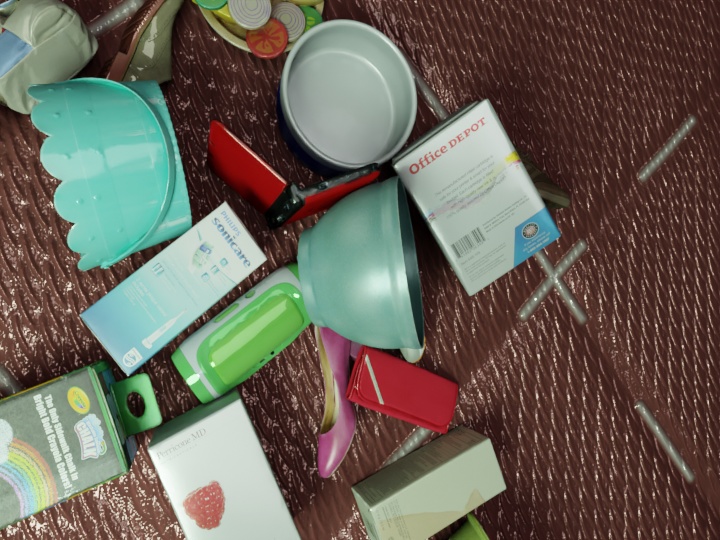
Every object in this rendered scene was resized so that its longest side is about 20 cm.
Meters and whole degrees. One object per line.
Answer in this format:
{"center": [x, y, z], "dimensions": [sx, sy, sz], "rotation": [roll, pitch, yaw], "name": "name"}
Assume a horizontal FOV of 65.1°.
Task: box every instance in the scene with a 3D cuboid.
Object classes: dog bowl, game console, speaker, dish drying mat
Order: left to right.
{"center": [-0.143, 0.079, 0.737], "dimensions": [0.198, 0.088, 0.090], "rotation": [-38, 97, -17], "name": "speaker"}
{"center": [-0.091, -0.129, 0.707], "dimensions": [0.168, 0.199, 0.122], "rotation": [-22, 94, -17], "name": "game console"}
{"center": [-0.021, -0.237, 0.802], "dimensions": [0.193, 0.079, 0.208], "rotation": [1, 86, -17], "name": "dog bowl"}
{"center": [0.066, 0.172, 0.799], "dimensions": [0.197, 0.018, 0.079], "rotation": [27, 73, -33], "name": "dish drying mat"}

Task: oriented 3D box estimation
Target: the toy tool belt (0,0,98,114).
{"center": [-0.421, -0.247, 0.668], "dimensions": [0.121, 0.126, 0.202], "rotation": [30, 72, 19], "name": "toy tool belt"}

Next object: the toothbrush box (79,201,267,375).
{"center": [-0.219, 0.021, 0.684], "dimensions": [0.199, 0.146, 0.086], "rotation": [-40, 98, -15], "name": "toothbrush box"}

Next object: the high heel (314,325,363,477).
{"center": [-0.047, 0.166, 0.765], "dimensions": [0.094, 0.067, 0.206], "rotation": [25, 74, -25], "name": "high heel"}

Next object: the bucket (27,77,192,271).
{"center": [-0.281, -0.117, 0.651], "dimensions": [0.131, 0.206, 0.214], "rotation": [-16, 91, -21], "name": "bucket"}

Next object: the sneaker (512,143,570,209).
{"center": [0.251, -0.156, 0.885], "dimensions": [0.194, 0.070, 0.078], "rotation": [17, 88, -15], "name": "sneaker"}

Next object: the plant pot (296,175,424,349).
{"center": [0.000, 0.000, 0.687], "dimensions": [0.129, 0.200, 0.208], "rotation": [-9, 88, 10], "name": "plant pot"}

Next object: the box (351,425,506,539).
{"center": [0.095, 0.305, 0.793], "dimensions": [0.195, 0.095, 0.080], "rotation": [-23, 94, -17], "name": "box"}

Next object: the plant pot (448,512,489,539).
{"center": [0.122, 0.469, 0.756], "dimensions": [0.186, 0.200, 0.205], "rotation": [-28, 94, -5], "name": "plant pot"}

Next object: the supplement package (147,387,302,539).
{"center": [-0.165, 0.270, 0.697], "dimensions": [0.118, 0.119, 0.206], "rotation": [-24, 93, -17], "name": "supplement package"}

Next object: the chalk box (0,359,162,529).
{"center": [-0.332, 0.184, 0.649], "dimensions": [0.194, 0.124, 0.129], "rotation": [-20, 91, -19], "name": "chalk box"}

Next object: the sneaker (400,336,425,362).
{"center": [0.021, 0.044, 0.806], "dimensions": [0.090, 0.076, 0.205], "rotation": [-25, 86, -10], "name": "sneaker"}

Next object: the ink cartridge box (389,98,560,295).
{"center": [0.150, -0.106, 0.783], "dimensions": [0.144, 0.146, 0.203], "rotation": [-32, 101, 8], "name": "ink cartridge box"}

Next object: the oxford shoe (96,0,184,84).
{"center": [-0.274, -0.288, 0.741], "dimensions": [0.074, 0.069, 0.205], "rotation": [35, 75, -38], "name": "oxford shoe"}

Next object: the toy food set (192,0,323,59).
{"center": [-0.137, -0.400, 0.792], "dimensions": [0.194, 0.048, 0.205], "rotation": [20, 80, -16], "name": "toy food set"}
